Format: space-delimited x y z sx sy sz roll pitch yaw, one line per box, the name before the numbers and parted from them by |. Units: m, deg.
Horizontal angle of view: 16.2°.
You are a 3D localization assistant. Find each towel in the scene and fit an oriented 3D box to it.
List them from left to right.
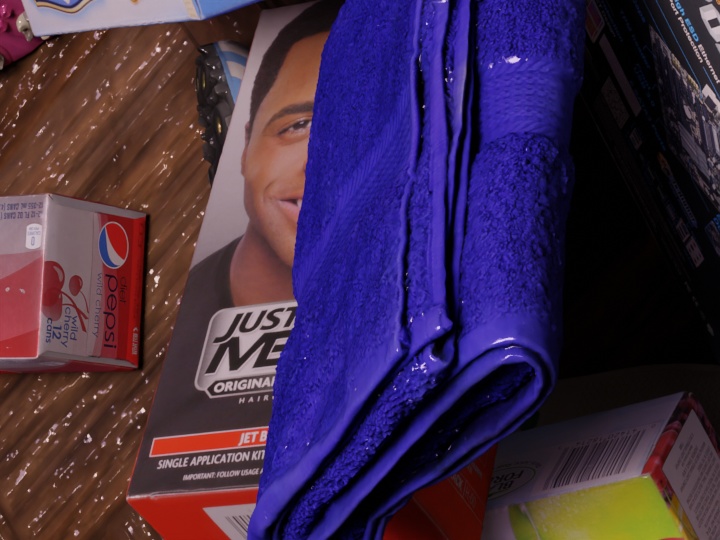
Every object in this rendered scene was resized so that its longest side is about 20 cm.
towel | 0.011 -0.023 0.716 0.148 0.049 0.201 -49 26 48

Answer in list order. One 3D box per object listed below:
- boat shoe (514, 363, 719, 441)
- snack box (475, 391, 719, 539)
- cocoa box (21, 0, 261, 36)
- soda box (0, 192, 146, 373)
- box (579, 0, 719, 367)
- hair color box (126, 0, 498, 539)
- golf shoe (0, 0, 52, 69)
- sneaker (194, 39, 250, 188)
boat shoe | 0.085 0.077 0.877 0.199 0.072 0.068 -7 119 28
snack box | 0.048 0.130 0.850 0.199 0.053 0.143 -16 112 34
cocoa box | -0.050 -0.161 0.856 0.200 0.133 0.132 9 119 67
soda box | -0.185 0.008 1.071 0.199 0.063 0.070 -1 83 37
box | 0.119 -0.045 0.752 0.046 0.159 0.201 -24 79 -12
hair color box | 0.000 0.000 0.832 0.101 0.061 0.201 -8 51 28
golf shoe | -0.146 -0.152 1.066 0.200 0.075 0.092 -35 50 26
sneaker | -0.004 -0.024 0.951 0.200 0.072 0.072 49 150 41
